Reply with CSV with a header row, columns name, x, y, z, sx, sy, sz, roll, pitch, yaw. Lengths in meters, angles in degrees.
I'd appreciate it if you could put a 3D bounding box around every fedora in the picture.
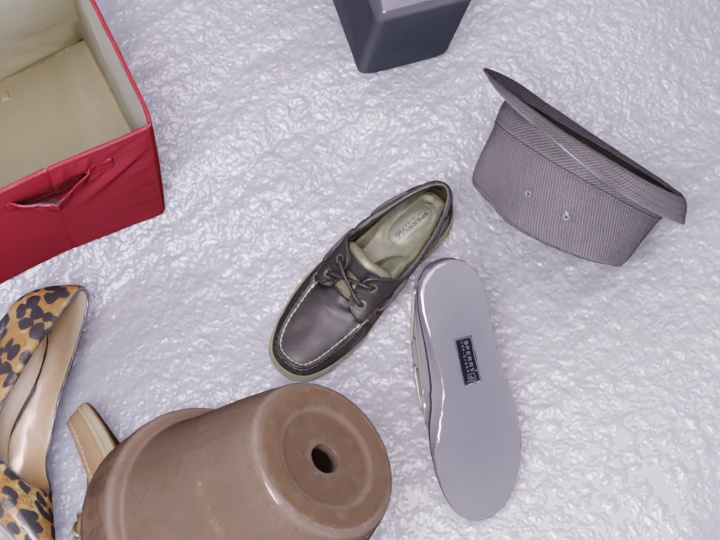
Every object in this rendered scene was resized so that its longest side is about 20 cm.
name,x,y,z,sx,sy,sz,roll,pitch,yaw
fedora,0.159,-0.069,1.293,0.199,0.177,0.091,34,102,9

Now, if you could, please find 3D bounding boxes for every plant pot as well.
name,x,y,z,sx,sy,sz,roll,pitch,yaw
plant pot,-0.071,0.163,1.133,0.199,0.175,0.202,20,50,-26

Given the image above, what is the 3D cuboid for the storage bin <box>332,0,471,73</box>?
name,x,y,z,sx,sy,sz,roll,pitch,yaw
storage bin,0.017,-0.248,1.317,0.144,0.200,0.136,-15,81,-8

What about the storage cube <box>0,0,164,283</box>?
name,x,y,z,sx,sy,sz,roll,pitch,yaw
storage cube,-0.264,-0.114,1.256,0.170,0.180,0.201,-25,75,-11

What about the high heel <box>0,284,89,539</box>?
name,x,y,z,sx,sy,sz,roll,pitch,yaw
high heel,-0.233,0.106,1.206,0.142,0.071,0.201,-38,56,5

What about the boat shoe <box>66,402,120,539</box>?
name,x,y,z,sx,sy,sz,roll,pitch,yaw
boat shoe,-0.185,0.194,1.210,0.064,0.071,0.201,-25,69,-3

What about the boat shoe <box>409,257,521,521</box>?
name,x,y,z,sx,sy,sz,roll,pitch,yaw
boat shoe,0.074,0.091,1.264,0.071,0.066,0.202,-14,93,-11

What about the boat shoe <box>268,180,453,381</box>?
name,x,y,z,sx,sy,sz,roll,pitch,yaw
boat shoe,0.001,0.000,1.290,0.072,0.066,0.201,41,74,10
